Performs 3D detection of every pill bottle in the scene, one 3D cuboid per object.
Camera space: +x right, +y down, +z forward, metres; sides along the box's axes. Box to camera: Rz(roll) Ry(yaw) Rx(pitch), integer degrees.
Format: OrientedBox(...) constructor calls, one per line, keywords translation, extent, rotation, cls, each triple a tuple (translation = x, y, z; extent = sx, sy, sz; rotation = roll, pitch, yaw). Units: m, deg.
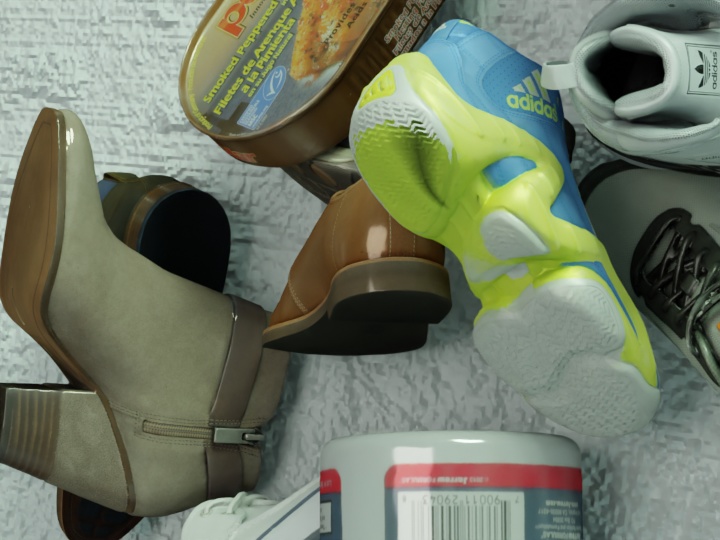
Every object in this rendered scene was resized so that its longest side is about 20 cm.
OrientedBox(translation=(0.041, 0.175, 1.038), extent=(0.119, 0.119, 0.201), rotation=(-6, 80, 39), cls="pill bottle")

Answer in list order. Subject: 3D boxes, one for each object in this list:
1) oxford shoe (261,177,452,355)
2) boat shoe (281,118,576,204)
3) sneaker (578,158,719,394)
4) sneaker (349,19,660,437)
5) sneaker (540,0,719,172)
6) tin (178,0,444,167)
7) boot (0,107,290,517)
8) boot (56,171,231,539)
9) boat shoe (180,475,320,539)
OrientedBox(translation=(0.000, 0.000, 1.090), extent=(0.200, 0.071, 0.072), rotation=(139, 131, -68), cls="oxford shoe")
OrientedBox(translation=(0.029, -0.059, 1.123), extent=(0.200, 0.074, 0.073), rotation=(18, 72, 43), cls="boat shoe")
OrientedBox(translation=(0.160, 0.011, 0.990), extent=(0.200, 0.079, 0.074), rotation=(43, 112, 36), cls="sneaker")
OrientedBox(translation=(0.079, -0.025, 0.998), extent=(0.076, 0.200, 0.105), rotation=(-12, 35, 39), cls="sneaker")
OrientedBox(translation=(0.173, -0.074, 0.949), extent=(0.199, 0.115, 0.075), rotation=(2, 88, 24), cls="sneaker")
OrientedBox(translation=(-0.010, -0.139, 1.133), extent=(0.112, 0.042, 0.200), rotation=(25, 77, 42), cls="tin")
OrientedBox(translation=(-0.104, 0.025, 1.160), extent=(0.070, 0.146, 0.201), rotation=(33, 115, 62), cls="boot")
OrientedBox(translation=(-0.129, 0.042, 1.243), extent=(0.097, 0.075, 0.201), rotation=(30, 104, 57), cls="boot")
OrientedBox(translation=(-0.064, 0.145, 1.158), extent=(0.200, 0.073, 0.065), rotation=(-41, 65, 27), cls="boat shoe")
